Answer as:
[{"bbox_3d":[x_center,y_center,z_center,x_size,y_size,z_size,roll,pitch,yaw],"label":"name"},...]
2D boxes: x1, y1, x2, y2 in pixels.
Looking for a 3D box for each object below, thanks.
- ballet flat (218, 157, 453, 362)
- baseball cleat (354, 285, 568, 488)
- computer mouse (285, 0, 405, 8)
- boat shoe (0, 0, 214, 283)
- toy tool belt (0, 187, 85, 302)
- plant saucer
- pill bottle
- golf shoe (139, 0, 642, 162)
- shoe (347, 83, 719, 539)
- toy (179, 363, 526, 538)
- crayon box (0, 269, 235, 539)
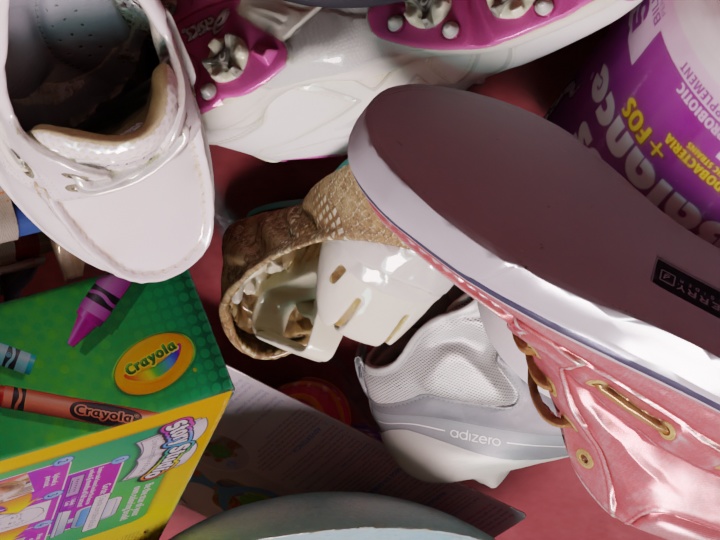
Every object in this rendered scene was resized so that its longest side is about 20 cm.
[{"bbox_3d":[0.000,0.000,0.841,0.070,0.065,0.200,17,164,-18],"label":"ballet flat"},{"bbox_3d":[0.097,0.032,0.936,0.200,0.070,0.107,-17,124,9],"label":"baseball cleat"},{"bbox_3d":[-0.064,-0.110,0.722,0.200,0.046,0.140,24,144,-2],"label":"computer mouse"},{"bbox_3d":[-0.085,-0.053,0.700,0.071,0.069,0.200,-34,140,-9],"label":"boat shoe"},{"bbox_3d":[-0.142,-0.047,0.819,0.123,0.125,0.200,-19,157,-26],"label":"toy tool belt"},{"bbox_3d":[-0.025,0.137,1.007,0.201,0.039,0.201,-7,153,-4],"label":"plant saucer"},{"bbox_3d":[0.118,-0.034,0.803,0.112,0.112,0.200,14,143,-16],"label":"pill bottle"},{"bbox_3d":[0.017,-0.085,0.783,0.200,0.075,0.092,-11,155,27],"label":"golf shoe"},{"bbox_3d":[0.073,0.023,0.745,0.200,0.072,0.091,29,134,-2],"label":"shoe"},{"bbox_3d":[-0.036,0.077,1.026,0.200,0.047,0.115,25,143,-21],"label":"toy"},{"bbox_3d":[-0.128,0.072,0.881,0.119,0.058,0.200,-16,161,-21],"label":"crayon box"}]
